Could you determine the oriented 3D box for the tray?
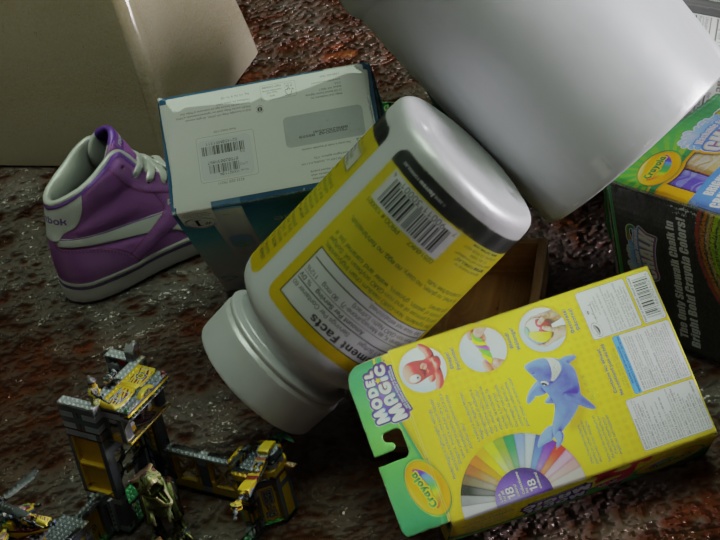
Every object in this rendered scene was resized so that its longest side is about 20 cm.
[{"bbox_3d":[0.068,0.047,1.368,0.098,0.037,0.201,2,35,9],"label":"tray"}]

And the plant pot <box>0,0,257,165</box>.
[{"bbox_3d":[-0.226,-0.215,1.751,0.198,0.178,0.200,1,35,21],"label":"plant pot"}]

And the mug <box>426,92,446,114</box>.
[{"bbox_3d":[0.103,-0.171,1.593,0.184,0.115,0.152,-23,-8,-25],"label":"mug"}]

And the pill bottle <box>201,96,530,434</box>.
[{"bbox_3d":[0.000,0.000,1.281,0.200,0.114,0.115,-45,28,16],"label":"pill bottle"}]

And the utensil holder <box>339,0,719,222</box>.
[{"bbox_3d":[0.113,-0.157,1.319,0.170,0.200,0.170,-43,3,3],"label":"utensil holder"}]

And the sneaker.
[{"bbox_3d":[-0.149,-0.068,1.557,0.200,0.115,0.072,-32,36,-30],"label":"sneaker"}]

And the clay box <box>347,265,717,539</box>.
[{"bbox_3d":[0.100,0.084,1.246,0.198,0.048,0.116,-18,69,-7],"label":"clay box"}]

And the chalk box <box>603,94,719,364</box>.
[{"bbox_3d":[0.244,-0.025,1.342,0.124,0.126,0.199,-35,40,-31],"label":"chalk box"}]

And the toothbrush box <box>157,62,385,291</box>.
[{"bbox_3d":[-0.047,-0.060,1.427,0.145,0.200,0.086,-9,75,3],"label":"toothbrush box"}]

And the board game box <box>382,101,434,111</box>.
[{"bbox_3d":[-0.005,-0.114,1.574,0.104,0.024,0.200,-6,2,13],"label":"board game box"}]

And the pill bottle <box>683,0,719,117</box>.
[{"bbox_3d":[0.223,-0.137,1.449,0.198,0.111,0.111,12,36,5],"label":"pill bottle"}]

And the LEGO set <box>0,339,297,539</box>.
[{"bbox_3d":[-0.137,0.129,1.241,0.153,0.117,0.200,16,42,38],"label":"LEGO set"}]
